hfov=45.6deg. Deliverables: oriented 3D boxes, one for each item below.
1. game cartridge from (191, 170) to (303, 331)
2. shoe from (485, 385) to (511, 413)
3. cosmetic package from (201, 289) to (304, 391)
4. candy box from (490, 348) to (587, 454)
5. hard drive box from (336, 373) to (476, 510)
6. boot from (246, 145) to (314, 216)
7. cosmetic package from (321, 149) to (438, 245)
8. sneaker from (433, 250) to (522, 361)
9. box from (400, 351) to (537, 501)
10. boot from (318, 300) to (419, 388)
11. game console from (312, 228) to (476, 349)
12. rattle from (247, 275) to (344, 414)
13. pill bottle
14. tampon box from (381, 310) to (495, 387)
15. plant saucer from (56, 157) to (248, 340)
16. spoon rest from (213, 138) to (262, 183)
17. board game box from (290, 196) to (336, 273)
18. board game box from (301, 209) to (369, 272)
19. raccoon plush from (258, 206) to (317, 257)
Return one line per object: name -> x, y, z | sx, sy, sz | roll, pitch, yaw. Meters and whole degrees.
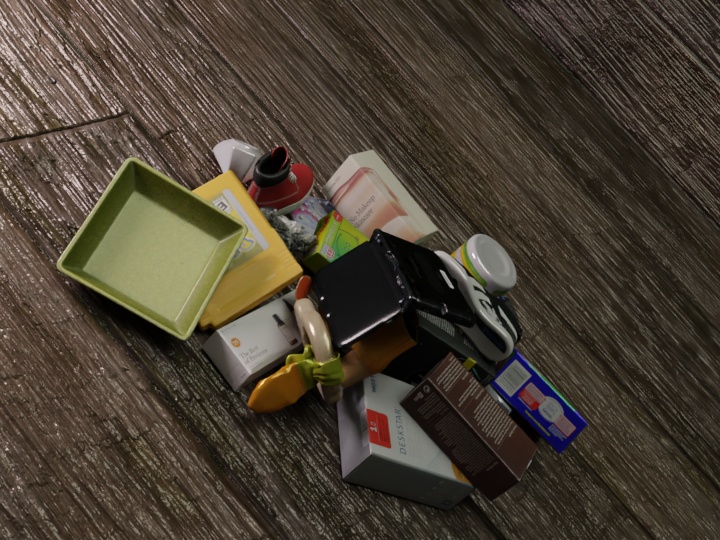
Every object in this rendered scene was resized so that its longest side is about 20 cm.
game cartridge -> -0.210, -0.030, 1.273 | 0.175, 0.033, 0.201 | -33, 75, -20
shoe -> 0.184, 0.219, 1.462 | 0.072, 0.091, 0.200 | 47, 3, -17
cosmetic package -> -0.137, 0.098, 1.275 | 0.083, 0.051, 0.199 | 49, 35, 8
candy box -> 0.300, 0.217, 1.499 | 0.169, 0.077, 0.200 | 46, 2, 3
hard drive box -> 0.067, 0.256, 1.296 | 0.198, 0.077, 0.157 | 22, 39, -28
boot -> -0.125, -0.165, 1.457 | 0.072, 0.145, 0.200 | 38, 41, 9
cosmetic package -> 0.034, -0.111, 1.578 | 0.201, 0.103, 0.087 | 51, 34, 12
sneaker -> 0.182, 0.046, 1.382 | 0.201, 0.073, 0.112 | 54, 30, 1
box -> 0.165, 0.233, 1.291 | 0.200, 0.075, 0.100 | 47, 33, 6
boot -> 0.016, 0.075, 1.296 | 0.071, 0.143, 0.202 | 46, 17, -37
game console -> 0.045, 0.039, 1.237 | 0.174, 0.117, 0.201 | 20, 24, -25
rattle -> -0.106, 0.107, 1.231 | 0.201, 0.142, 0.131 | 63, 1, 35
pill bottle -> 0.170, 0.036, 1.515 | 0.110, 0.200, 0.112 | 29, 38, -26
tampon box -> 0.102, 0.123, 1.405 | 0.199, 0.150, 0.127 | 33, 34, -15
plant saucer -> -0.288, -0.026, 1.198 | 0.199, 0.048, 0.201 | 31, 61, -10
spoon rest -> -0.206, -0.184, 1.455 | 0.098, 0.061, 0.200 | 22, 8, -10
board game box -> -0.028, -0.058, 1.572 | 0.198, 0.026, 0.202 | 6, 50, -41
board game box -> 0.000, 0.000, 1.478 | 0.199, 0.047, 0.102 | 39, 46, -22
raccoon plush -> -0.148, -0.009, 1.379 | 0.133, 0.096, 0.202 | 32, 61, -37
